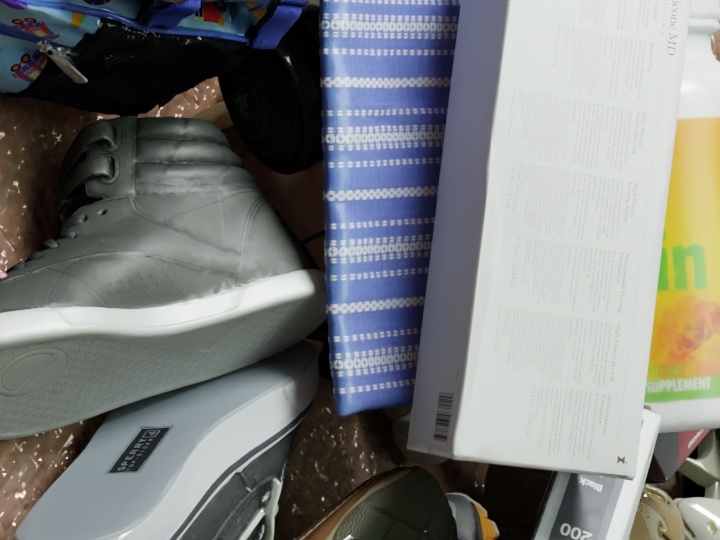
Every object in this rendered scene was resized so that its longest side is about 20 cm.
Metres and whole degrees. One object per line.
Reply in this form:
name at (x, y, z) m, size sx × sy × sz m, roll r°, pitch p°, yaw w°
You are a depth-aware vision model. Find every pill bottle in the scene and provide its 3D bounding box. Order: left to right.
pill bottle at (0.124, -0.032, 1.059) m, size 0.111 × 0.110 × 0.202 m, roll -4°, pitch 91°, yaw -53°

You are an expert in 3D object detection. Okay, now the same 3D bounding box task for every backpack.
backpack at (-0.127, -0.156, 0.875) m, size 0.199 × 0.134 × 0.184 m, roll 3°, pitch 74°, yaw -48°

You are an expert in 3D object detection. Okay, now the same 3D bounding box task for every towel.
towel at (0.042, -0.048, 0.955) m, size 0.144 × 0.024 × 0.202 m, roll -4°, pitch 94°, yaw -42°

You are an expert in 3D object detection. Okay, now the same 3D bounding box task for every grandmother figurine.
grandmother figurine at (0.000, 0.000, 1.057) m, size 0.121 × 0.060 × 0.201 m, roll -39°, pitch 115°, yaw -22°

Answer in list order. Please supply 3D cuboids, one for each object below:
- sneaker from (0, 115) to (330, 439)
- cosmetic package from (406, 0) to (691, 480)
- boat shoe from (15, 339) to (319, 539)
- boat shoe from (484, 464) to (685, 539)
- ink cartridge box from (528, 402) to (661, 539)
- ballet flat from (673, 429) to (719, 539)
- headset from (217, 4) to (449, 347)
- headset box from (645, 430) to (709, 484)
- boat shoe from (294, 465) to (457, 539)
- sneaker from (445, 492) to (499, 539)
sneaker at (-0.111, -0.002, 0.908) m, size 0.199 × 0.071 × 0.100 m, roll -13°, pitch 62°, yaw -37°
cosmetic package at (0.074, -0.024, 0.931) m, size 0.082 × 0.051 × 0.202 m, roll 9°, pitch 87°, yaw -21°
boat shoe at (-0.065, 0.090, 0.918) m, size 0.199 × 0.073 × 0.069 m, roll -54°, pitch 136°, yaw -62°
boat shoe at (0.121, 0.134, 1.152) m, size 0.200 × 0.071 × 0.065 m, roll 56°, pitch 48°, yaw -39°
ink cartridge box at (0.069, 0.186, 0.996) m, size 0.199 × 0.043 × 0.201 m, roll 99°, pitch 10°, yaw -46°
ballet flat at (0.184, 0.115, 1.261) m, size 0.067 × 0.068 × 0.202 m, roll 14°, pitch 60°, yaw -29°
headset at (0.005, -0.067, 0.968) m, size 0.123 × 0.094 × 0.202 m, roll 4°, pitch 103°, yaw -37°
headset box at (0.132, -0.002, 1.184) m, size 0.149 × 0.077 × 0.201 m, roll -44°, pitch 115°, yaw -33°
boat shoe at (-0.036, 0.148, 0.925) m, size 0.200 × 0.073 × 0.076 m, roll -47°, pitch 127°, yaw -39°
sneaker at (0.009, 0.169, 0.989) m, size 0.079 × 0.077 × 0.201 m, roll 104°, pitch 5°, yaw -46°
